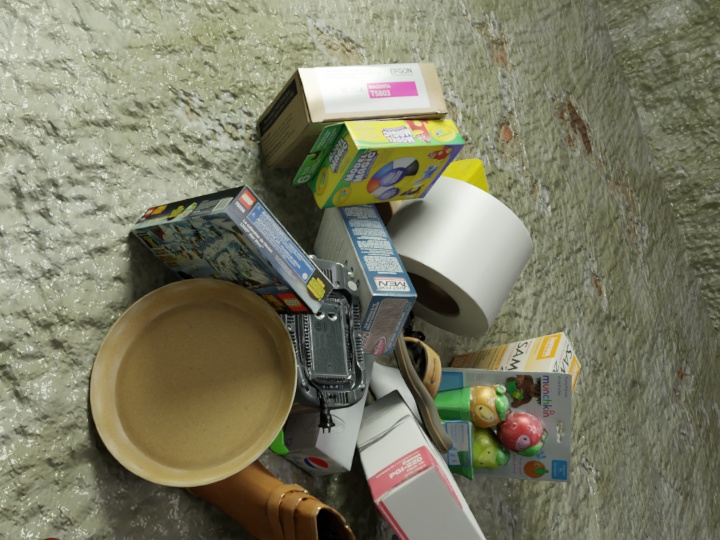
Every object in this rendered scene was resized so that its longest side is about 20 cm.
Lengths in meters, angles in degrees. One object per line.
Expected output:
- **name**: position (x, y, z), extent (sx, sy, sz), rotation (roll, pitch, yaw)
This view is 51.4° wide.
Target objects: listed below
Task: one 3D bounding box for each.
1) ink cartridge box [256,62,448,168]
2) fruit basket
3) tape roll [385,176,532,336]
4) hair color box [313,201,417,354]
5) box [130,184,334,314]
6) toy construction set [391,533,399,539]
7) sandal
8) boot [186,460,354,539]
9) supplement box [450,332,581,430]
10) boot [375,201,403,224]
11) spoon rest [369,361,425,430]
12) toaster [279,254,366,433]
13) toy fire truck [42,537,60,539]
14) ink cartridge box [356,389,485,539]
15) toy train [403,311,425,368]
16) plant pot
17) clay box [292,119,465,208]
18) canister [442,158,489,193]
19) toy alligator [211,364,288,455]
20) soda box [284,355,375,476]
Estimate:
- **ink cartridge box**: position (-0.014, -0.199, 0.973), extent (0.199, 0.165, 0.076), rotation (-9, 81, -28)
- **fruit basket**: position (0.195, 0.224, 1.056), extent (0.094, 0.198, 0.187), rotation (-53, 142, -59)
- **tape roll**: position (0.128, -0.018, 1.077), extent (0.203, 0.202, 0.140), rotation (47, 68, -31)
- **hair color box**: position (0.000, 0.000, 0.942), extent (0.060, 0.100, 0.201), rotation (3, 40, -22)
- **box**: position (-0.135, -0.014, 0.760), extent (0.137, 0.199, 0.040), rotation (51, 58, -27)
- **toy construction set**: position (0.008, 0.377, 0.874), extent (0.199, 0.092, 0.132), rotation (18, 62, -48)
- **sandal**: position (0.084, 0.139, 0.965), extent (0.082, 0.054, 0.201), rotation (-132, -162, -87)
- **boot**: position (-0.095, 0.226, 0.735), extent (0.077, 0.155, 0.201), rotation (-42, 115, -31)
- **supplement box**: position (0.224, 0.176, 1.153), extent (0.074, 0.199, 0.126), rotation (58, 38, -18)
- **boot**: position (0.037, -0.177, 1.165), extent (0.201, 0.076, 0.155), rotation (61, 33, -4)
- **spoon rest**: position (0.050, 0.163, 1.064), extent (0.201, 0.060, 0.100), rotation (63, 36, -34)
- **toaster**: position (-0.072, 0.090, 0.851), extent (0.113, 0.129, 0.202), rotation (8, 68, -41)
- **toy fire truck**: position (-0.240, 0.302, 0.582), extent (0.168, 0.112, 0.200), rotation (56, 34, 9)
- **ink cartridge box**: position (0.066, 0.259, 0.923), extent (0.146, 0.084, 0.200), rotation (58, -1, -18)
- **toy train**: position (0.076, 0.114, 1.117), extent (0.034, 0.046, 0.201), rotation (-44, 114, -42)
- **plant pot**: position (-0.158, 0.106, 0.721), extent (0.028, 0.198, 0.202), rotation (81, 7, -69)
- **clay box**: position (0.023, -0.133, 0.938), extent (0.199, 0.115, 0.048), rotation (-11, 63, -36)
- **canister**: position (0.176, -0.070, 1.255), extent (0.149, 0.086, 0.201), rotation (-46, 126, -53)
- **toy alligator**: position (-0.132, 0.104, 0.770), extent (0.200, 0.059, 0.054), rotation (44, 73, 10)
- **soda box**: position (-0.035, 0.149, 0.939), extent (0.068, 0.063, 0.201), rotation (43, 45, -33)
